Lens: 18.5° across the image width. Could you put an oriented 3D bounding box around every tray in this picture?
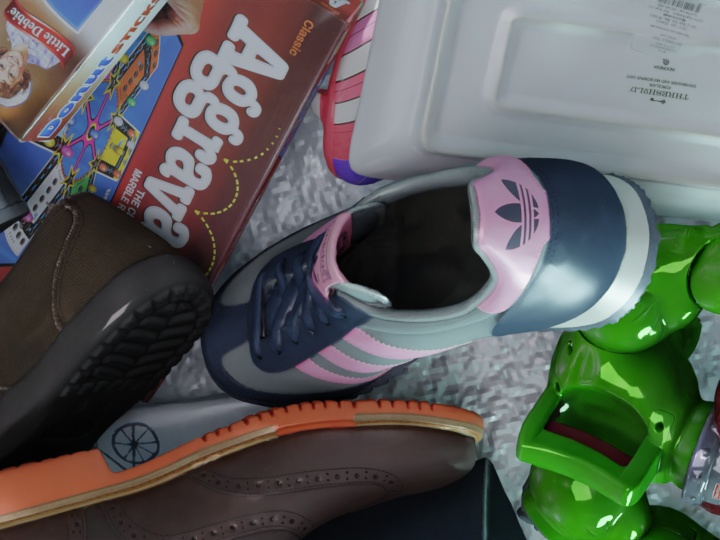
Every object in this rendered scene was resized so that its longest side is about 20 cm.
[{"bbox_3d":[0.102,-0.067,0.756,0.199,0.022,0.108,7,112,-11],"label":"tray"}]

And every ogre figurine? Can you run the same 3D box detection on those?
[{"bbox_3d":[0.122,0.050,0.776,0.119,0.098,0.200,15,148,10],"label":"ogre figurine"}]

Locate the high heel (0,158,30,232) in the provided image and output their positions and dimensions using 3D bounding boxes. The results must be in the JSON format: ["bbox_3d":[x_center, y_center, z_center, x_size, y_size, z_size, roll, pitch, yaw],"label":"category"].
[{"bbox_3d":[-0.223,-0.049,0.834,0.200,0.071,0.143,-25,93,32],"label":"high heel"}]

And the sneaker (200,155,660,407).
[{"bbox_3d":[0.000,0.000,0.754,0.200,0.082,0.070,-21,68,40],"label":"sneaker"}]

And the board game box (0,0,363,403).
[{"bbox_3d":[-0.084,-0.046,0.799,0.103,0.019,0.200,31,128,1],"label":"board game box"}]

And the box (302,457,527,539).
[{"bbox_3d":[0.016,0.197,0.815,0.148,0.107,0.200,-20,109,12],"label":"box"}]

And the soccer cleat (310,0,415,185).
[{"bbox_3d":[0.047,-0.113,0.766,0.076,0.067,0.201,28,104,14],"label":"soccer cleat"}]

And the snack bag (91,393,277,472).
[{"bbox_3d":[-0.079,0.146,0.877,0.188,0.021,0.201,-8,108,13],"label":"snack bag"}]

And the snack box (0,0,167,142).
[{"bbox_3d":[-0.152,-0.137,0.749,0.200,0.024,0.072,46,106,15],"label":"snack box"}]

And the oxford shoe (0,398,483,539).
[{"bbox_3d":[-0.048,0.094,0.782,0.199,0.071,0.073,-13,76,-7],"label":"oxford shoe"}]

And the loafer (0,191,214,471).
[{"bbox_3d":[-0.136,0.047,0.819,0.200,0.073,0.071,-43,64,18],"label":"loafer"}]
